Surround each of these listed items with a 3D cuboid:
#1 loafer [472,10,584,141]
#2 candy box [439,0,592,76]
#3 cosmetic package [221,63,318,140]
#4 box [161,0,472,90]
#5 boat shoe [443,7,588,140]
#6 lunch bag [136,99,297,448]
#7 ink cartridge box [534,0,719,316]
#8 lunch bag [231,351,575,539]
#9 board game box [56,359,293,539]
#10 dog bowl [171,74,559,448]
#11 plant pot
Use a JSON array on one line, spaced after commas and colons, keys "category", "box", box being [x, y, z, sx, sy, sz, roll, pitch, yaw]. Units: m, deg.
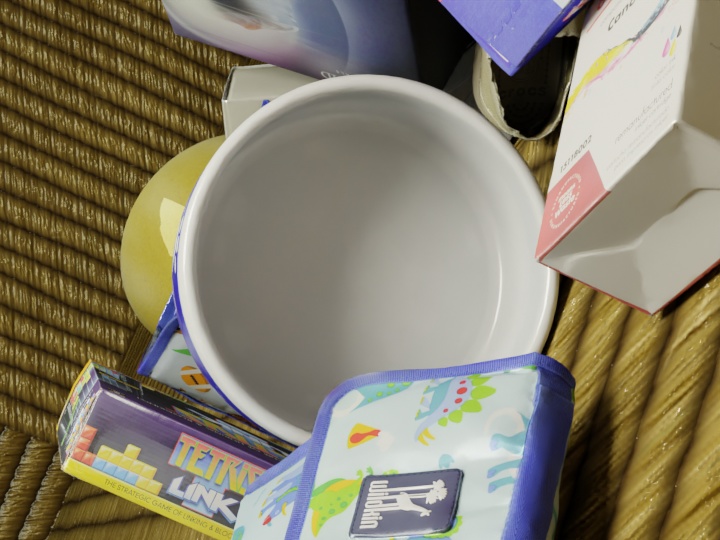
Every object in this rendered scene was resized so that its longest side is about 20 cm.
[{"category": "loafer", "box": [0.104, -0.162, 0.918, 0.068, 0.076, 0.200, -112, 12, -51]}, {"category": "candy box", "box": [0.140, -0.213, 0.772, 0.200, 0.077, 0.169, -45, -2, -36]}, {"category": "cosmetic package", "box": [-0.037, -0.043, 1.101, 0.087, 0.103, 0.200, -91, -2, -66]}, {"category": "box", "box": [-0.031, -0.222, 0.956, 0.123, 0.200, 0.198, -61, -23, -23]}, {"category": "boat shoe", "box": [0.088, -0.127, 1.048, 0.200, 0.072, 0.071, -44, 15, 34]}, {"category": "lunch bag", "box": [-0.033, 0.021, 1.012, 0.200, 0.170, 0.124, -60, 10, 19]}, {"category": "ink cartridge box", "box": [0.147, -0.095, 0.696, 0.116, 0.067, 0.200, -50, 19, 52]}, {"category": "lunch bag", "box": [0.015, 0.144, 0.695, 0.200, 0.127, 0.170, -38, 25, 39]}, {"category": "board game box", "box": [-0.085, 0.126, 0.951, 0.057, 0.200, 0.165, -65, 13, -4]}, {"category": "dog bowl", "box": [0.000, 0.000, 0.828, 0.200, 0.200, 0.079, -67, 10, -8]}, {"category": "plant pot", "box": [-0.076, 0.004, 1.251, 0.142, 0.200, 0.200, 36, 102, 56]}]
